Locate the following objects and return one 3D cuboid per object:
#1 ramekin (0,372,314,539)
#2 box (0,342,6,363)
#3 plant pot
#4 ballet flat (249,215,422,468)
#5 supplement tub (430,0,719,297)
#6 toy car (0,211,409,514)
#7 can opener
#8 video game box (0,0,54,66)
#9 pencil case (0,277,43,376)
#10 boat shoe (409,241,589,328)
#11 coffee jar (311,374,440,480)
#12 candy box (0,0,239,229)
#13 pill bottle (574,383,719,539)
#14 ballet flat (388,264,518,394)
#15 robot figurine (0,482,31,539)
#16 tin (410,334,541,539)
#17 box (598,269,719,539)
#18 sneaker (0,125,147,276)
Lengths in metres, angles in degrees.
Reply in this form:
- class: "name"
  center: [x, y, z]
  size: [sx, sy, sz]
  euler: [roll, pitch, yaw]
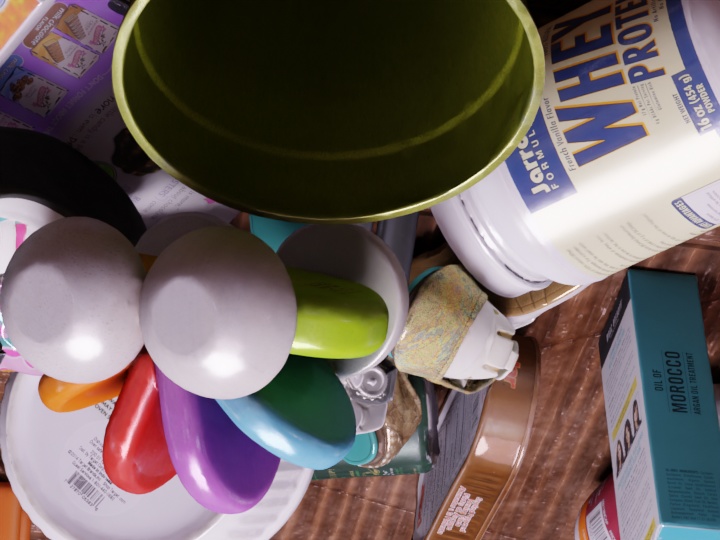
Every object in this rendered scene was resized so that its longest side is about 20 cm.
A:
- class: "ramekin"
  center: [-0.130, 0.097, 1.333]
  size: [0.200, 0.201, 0.105]
  euler: [-8, 178, 9]
- class: "box"
  center: [-0.296, 0.026, 1.271]
  size: [0.047, 0.200, 0.193]
  euler: [-11, 150, -39]
- class: "plant pot"
  center: [-0.016, -0.161, 1.043]
  size: [0.200, 0.193, 0.201]
  euler: [-1, 141, -1]
- class: "ballet flat"
  center: [-0.013, 0.024, 1.335]
  size: [0.070, 0.065, 0.201]
  euler: [-9, 102, 43]
- class: "supplement tub"
  center: [0.145, -0.078, 1.181]
  size: [0.200, 0.145, 0.145]
  euler: [-26, 134, 27]
- class: "toy car"
  center: [-0.079, 0.048, 1.088]
  size: [0.200, 0.150, 0.175]
  euler: [4, -176, 28]
- class: "can opener"
  center: [0.000, 0.000, 1.269]
  size: [0.053, 0.201, 0.067]
  euler: [10, 175, -13]
- class: "video game box"
  center: [-0.271, -0.151, 1.114]
  size: [0.182, 0.047, 0.200]
  euler: [41, 129, -8]
- class: "pencil case"
  center: [-0.128, 0.023, 1.239]
  size: [0.199, 0.088, 0.088]
  euler: [5, 141, 9]
- class: "boat shoe"
  center: [0.089, 0.003, 1.346]
  size: [0.200, 0.071, 0.069]
  euler: [-21, 164, 40]
- class: "coffee jar"
  center: [-0.049, 0.099, 1.429]
  size: [0.199, 0.086, 0.104]
  euler: [-4, 177, 4]
- class: "candy box"
  center: [-0.136, -0.105, 1.204]
  size: [0.200, 0.072, 0.168]
  euler: [26, 134, -28]
- class: "pill bottle"
  center: [0.242, 0.152, 1.487]
  size: [0.113, 0.113, 0.200]
  euler: [16, 138, -19]
- class: "ballet flat"
  center: [0.059, 0.039, 1.222]
  size: [0.070, 0.071, 0.200]
  euler: [-5, 173, 6]
- class: "robot figurine"
  center: [-0.340, 0.192, 1.528]
  size: [0.199, 0.144, 0.117]
  euler: [-2, 100, 2]
- class: "tin"
  center: [0.076, 0.121, 1.451]
  size: [0.042, 0.112, 0.200]
  euler: [16, 138, -5]
- class: "box"
  center: [0.193, 0.102, 1.356]
  size: [0.049, 0.200, 0.082]
  euler: [5, 140, -8]
- class: "sneaker"
  center: [-0.215, -0.013, 1.151]
  size: [0.121, 0.084, 0.200]
  euler: [-40, 150, 23]
